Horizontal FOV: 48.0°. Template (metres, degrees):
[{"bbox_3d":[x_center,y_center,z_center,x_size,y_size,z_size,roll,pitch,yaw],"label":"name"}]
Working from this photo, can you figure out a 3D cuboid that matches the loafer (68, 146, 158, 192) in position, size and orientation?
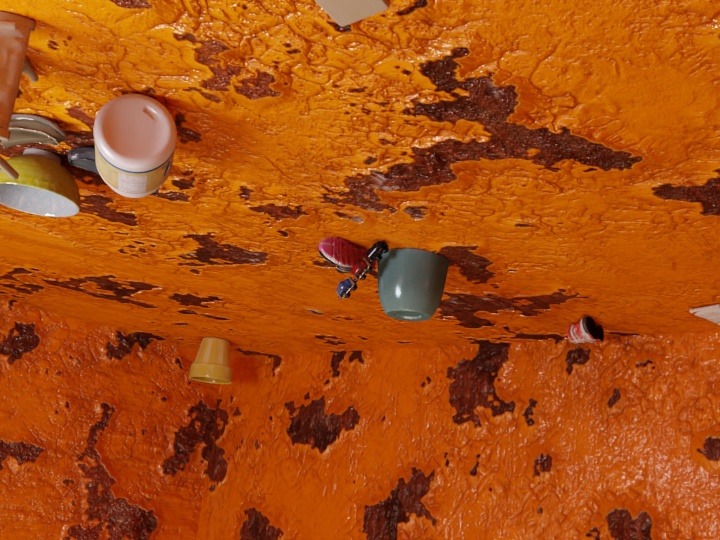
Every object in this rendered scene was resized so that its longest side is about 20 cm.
[{"bbox_3d":[-0.522,-0.213,1.724,0.199,0.071,0.068,11,163,-16],"label":"loafer"}]

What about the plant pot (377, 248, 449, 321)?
[{"bbox_3d":[0.138,0.047,2.208,0.199,0.162,0.201,5,164,1],"label":"plant pot"}]

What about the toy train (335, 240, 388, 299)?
[{"bbox_3d":[0.000,0.000,2.120,0.046,0.034,0.200,20,116,-48],"label":"toy train"}]

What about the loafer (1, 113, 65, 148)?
[{"bbox_3d":[-0.685,-0.269,1.598,0.198,0.070,0.075,8,164,-6],"label":"loafer"}]

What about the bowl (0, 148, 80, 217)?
[{"bbox_3d":[-0.707,-0.202,1.768,0.198,0.109,0.200,6,165,2],"label":"bowl"}]

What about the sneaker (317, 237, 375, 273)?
[{"bbox_3d":[-0.051,-0.033,2.157,0.087,0.074,0.199,-16,158,40],"label":"sneaker"}]

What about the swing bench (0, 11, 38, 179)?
[{"bbox_3d":[-0.599,-0.281,1.289,0.129,0.201,0.200,11,163,-16],"label":"swing bench"}]

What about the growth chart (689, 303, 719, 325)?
[{"bbox_3d":[1.077,0.131,2.395,0.199,0.018,0.144,18,160,-35],"label":"growth chart"}]

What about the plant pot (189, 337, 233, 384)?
[{"bbox_3d":[-0.677,0.414,3.731,0.199,0.191,0.201,6,164,2],"label":"plant pot"}]

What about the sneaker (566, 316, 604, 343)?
[{"bbox_3d":[0.729,0.202,2.682,0.107,0.068,0.201,-6,162,30],"label":"sneaker"}]

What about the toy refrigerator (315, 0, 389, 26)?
[{"bbox_3d":[-0.045,-0.384,0.966,0.075,0.071,0.200,-12,158,30],"label":"toy refrigerator"}]

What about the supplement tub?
[{"bbox_3d":[-0.421,-0.226,1.512,0.143,0.146,0.200,10,164,-14],"label":"supplement tub"}]
